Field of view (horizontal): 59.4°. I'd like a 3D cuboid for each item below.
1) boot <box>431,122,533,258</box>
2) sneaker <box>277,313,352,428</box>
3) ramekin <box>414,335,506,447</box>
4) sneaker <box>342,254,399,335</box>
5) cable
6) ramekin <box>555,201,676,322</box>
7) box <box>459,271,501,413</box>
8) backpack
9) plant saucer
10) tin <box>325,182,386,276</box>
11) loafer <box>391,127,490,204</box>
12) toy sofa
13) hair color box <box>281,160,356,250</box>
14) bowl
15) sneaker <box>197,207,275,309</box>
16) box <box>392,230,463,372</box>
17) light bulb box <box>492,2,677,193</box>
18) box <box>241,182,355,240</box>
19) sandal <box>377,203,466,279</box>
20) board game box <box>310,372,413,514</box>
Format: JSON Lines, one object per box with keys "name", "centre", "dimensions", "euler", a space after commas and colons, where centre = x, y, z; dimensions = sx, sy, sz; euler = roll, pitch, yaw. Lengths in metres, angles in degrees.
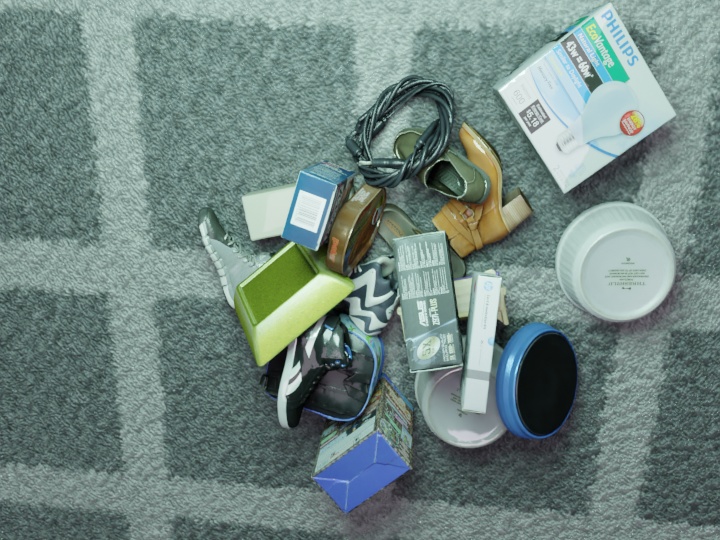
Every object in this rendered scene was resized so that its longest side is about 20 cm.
{"name": "boot", "centre": [0.183, -0.132, 1.082], "dimensions": [0.153, 0.074, 0.202], "euler": [-33, 96, 21]}
{"name": "sneaker", "centre": [-0.070, 0.172, 1.042], "dimensions": [0.109, 0.073, 0.206], "euler": [10, 97, 12]}
{"name": "ramekin", "centre": [0.198, 0.232, 1.170], "dimensions": [0.196, 0.094, 0.208], "euler": [2, 108, 6]}
{"name": "sneaker", "centre": [0.000, 0.000, 1.115], "dimensions": [0.130, 0.079, 0.200], "euler": [-48, 66, 18]}
{"name": "cable", "centre": [0.071, -0.230, 1.029], "dimensions": [0.198, 0.165, 0.051], "euler": [-35, 145, 10]}
{"name": "ramekin", "centre": [0.439, -0.008, 1.078], "dimensions": [0.196, 0.094, 0.208], "euler": [2, 107, 5]}
{"name": "box", "centre": [0.190, 0.107, 1.011], "dimensions": [0.040, 0.156, 0.206], "euler": [5, 92, 7]}
{"name": "backpack", "centre": [-0.057, 0.160, 1.151], "dimensions": [0.195, 0.147, 0.188], "euler": [20, 103, 11]}
{"name": "plant saucer", "centre": [-0.128, 0.031, 1.052], "dimensions": [0.198, 0.200, 0.048], "euler": [-39, 124, -1]}
{"name": "tin", "centre": [-0.005, -0.072, 1.027], "dimensions": [0.041, 0.200, 0.114], "euler": [22, 122, 10]}
{"name": "loafer", "centre": [0.123, -0.176, 1.037], "dimensions": [0.198, 0.069, 0.077], "euler": [35, 118, 29]}
{"name": "toy sofa", "centre": [0.164, 0.062, 1.133], "dimensions": [0.194, 0.083, 0.101], "euler": [-12, 89, 9]}
{"name": "hair color box", "centre": [-0.059, -0.106, 0.974], "dimensions": [0.059, 0.200, 0.102], "euler": [20, 106, 2]}
{"name": "bowl", "centre": [0.317, 0.197, 1.116], "dimensions": [0.197, 0.039, 0.207], "euler": [-3, 94, -37]}
{"name": "sneaker", "centre": [-0.215, -0.034, 1.159], "dimensions": [0.112, 0.075, 0.204], "euler": [-15, 115, 5]}
{"name": "box", "centre": [0.112, 0.046, 1.018], "dimensions": [0.084, 0.164, 0.206], "euler": [-8, 90, 9]}
{"name": "light bulb box", "centre": [0.344, -0.268, 0.992], "dimensions": [0.198, 0.125, 0.200], "euler": [-36, 100, 16]}
{"name": "box", "centre": [-0.104, -0.114, 1.117], "dimensions": [0.194, 0.069, 0.085], "euler": [-8, 105, 9]}
{"name": "sandal", "centre": [0.103, -0.041, 1.124], "dimensions": [0.199, 0.055, 0.082], "euler": [43, 106, -7]}
{"name": "board game box", "centre": [0.010, 0.313, 1.167], "dimensions": [0.158, 0.201, 0.097], "euler": [-38, 101, 16]}
